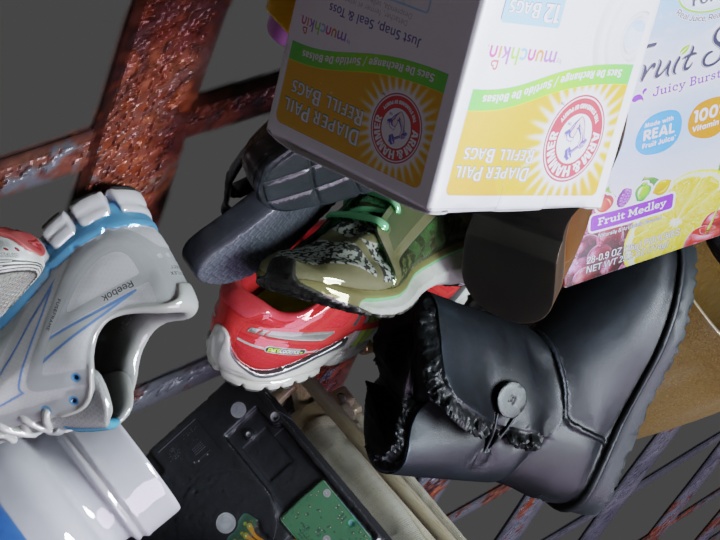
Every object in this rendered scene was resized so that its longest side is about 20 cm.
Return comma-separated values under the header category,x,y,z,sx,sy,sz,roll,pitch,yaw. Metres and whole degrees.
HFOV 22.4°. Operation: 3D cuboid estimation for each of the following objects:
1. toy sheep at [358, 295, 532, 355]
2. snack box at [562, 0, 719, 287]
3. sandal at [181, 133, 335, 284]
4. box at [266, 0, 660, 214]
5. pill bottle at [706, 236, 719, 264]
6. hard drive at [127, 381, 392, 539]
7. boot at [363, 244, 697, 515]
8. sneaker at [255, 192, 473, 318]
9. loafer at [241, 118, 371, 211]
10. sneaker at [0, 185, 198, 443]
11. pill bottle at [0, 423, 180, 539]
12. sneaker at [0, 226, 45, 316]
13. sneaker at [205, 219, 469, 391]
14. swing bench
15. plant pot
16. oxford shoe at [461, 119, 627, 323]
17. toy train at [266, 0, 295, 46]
category,x,y,z,sx,sy,sz,roll,pitch,yaw
toy sheep,0.076,0.056,1.202,0.138,0.138,0.200,-34,-164,-18
snack box,0.170,-0.108,1.005,0.169,0.068,0.200,-18,127,-22
sandal,-0.021,-0.064,0.940,0.200,0.043,0.076,-43,168,-22
box,0.053,-0.131,0.731,0.112,0.101,0.200,-2,112,-45
pill bottle,0.280,-0.049,1.206,0.106,0.106,0.200,-43,169,3
hard drive,-0.058,0.178,1.107,0.140,0.200,0.038,-43,158,2
boot,0.097,0.037,1.051,0.168,0.076,0.200,19,91,-34
sneaker,0.014,-0.032,0.958,0.200,0.077,0.089,-19,114,-54
loafer,0.019,-0.101,0.881,0.200,0.072,0.073,-34,151,-18
sneaker,-0.158,0.056,0.867,0.200,0.087,0.075,-45,160,12
pill bottle,-0.198,0.153,0.947,0.200,0.112,0.112,-38,158,-11
sneaker,-0.204,0.060,0.801,0.200,0.082,0.078,-47,158,13
sneaker,0.000,0.000,1.045,0.200,0.077,0.085,-30,147,-31
swing bench,0.001,0.184,1.217,0.130,0.199,0.200,-42,159,2
plant pot,0.187,0.053,1.342,0.200,0.186,0.186,-37,162,25
oxford shoe,0.096,-0.062,0.912,0.071,0.071,0.200,-56,167,-36
toy train,0.014,-0.158,0.789,0.200,0.056,0.150,-34,158,-16
